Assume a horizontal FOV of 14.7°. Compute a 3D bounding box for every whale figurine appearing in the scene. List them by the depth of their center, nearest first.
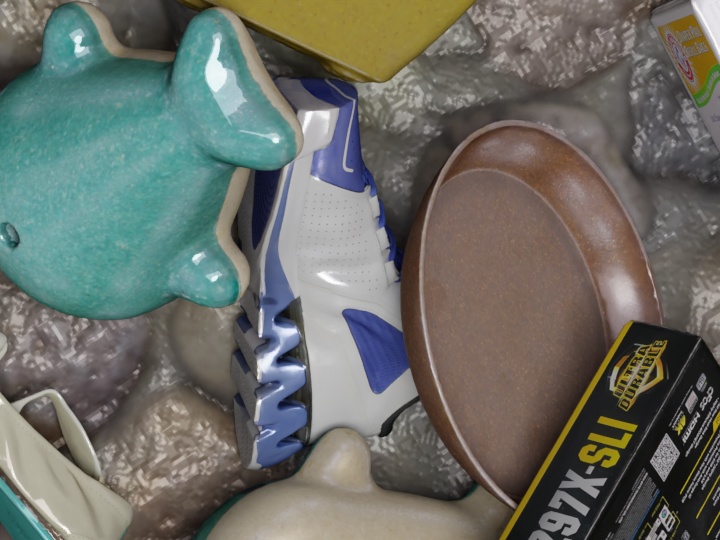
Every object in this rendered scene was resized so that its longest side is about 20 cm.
[{"bbox_3d":[-0.109,-0.048,1.291,0.104,0.200,0.160,-31,93,-37],"label":"whale figurine"},{"bbox_3d":[0.000,0.154,1.374,0.199,0.104,0.160,-19,98,-25],"label":"whale figurine"}]

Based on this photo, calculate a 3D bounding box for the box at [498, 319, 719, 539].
[{"bbox_3d":[0.129,0.150,1.321,0.201,0.049,0.160,-58,137,-22],"label":"box"}]

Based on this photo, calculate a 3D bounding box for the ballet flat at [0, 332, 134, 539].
[{"bbox_3d":[-0.185,0.067,1.368,0.069,0.069,0.200,-40,96,-4],"label":"ballet flat"}]

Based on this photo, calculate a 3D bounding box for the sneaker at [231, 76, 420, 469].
[{"bbox_3d":[0.000,0.001,1.365,0.114,0.081,0.201,-2,114,-15],"label":"sneaker"}]

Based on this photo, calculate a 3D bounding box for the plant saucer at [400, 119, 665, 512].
[{"bbox_3d":[0.081,0.029,1.349,0.034,0.200,0.202,-15,93,38],"label":"plant saucer"}]

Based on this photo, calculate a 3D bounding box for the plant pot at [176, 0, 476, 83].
[{"bbox_3d":[-0.003,-0.199,1.314,0.193,0.196,0.201,24,91,-5],"label":"plant pot"}]

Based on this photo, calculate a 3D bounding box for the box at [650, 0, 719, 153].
[{"bbox_3d":[0.243,-0.069,1.381,0.112,0.101,0.201,-29,93,-4],"label":"box"}]
